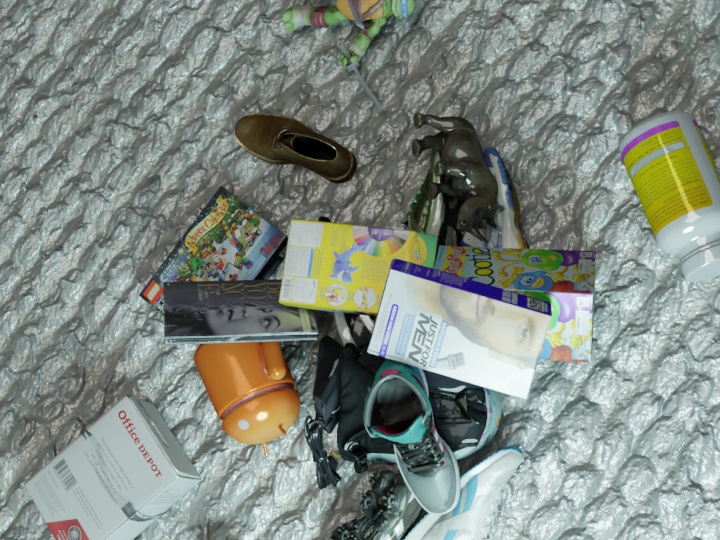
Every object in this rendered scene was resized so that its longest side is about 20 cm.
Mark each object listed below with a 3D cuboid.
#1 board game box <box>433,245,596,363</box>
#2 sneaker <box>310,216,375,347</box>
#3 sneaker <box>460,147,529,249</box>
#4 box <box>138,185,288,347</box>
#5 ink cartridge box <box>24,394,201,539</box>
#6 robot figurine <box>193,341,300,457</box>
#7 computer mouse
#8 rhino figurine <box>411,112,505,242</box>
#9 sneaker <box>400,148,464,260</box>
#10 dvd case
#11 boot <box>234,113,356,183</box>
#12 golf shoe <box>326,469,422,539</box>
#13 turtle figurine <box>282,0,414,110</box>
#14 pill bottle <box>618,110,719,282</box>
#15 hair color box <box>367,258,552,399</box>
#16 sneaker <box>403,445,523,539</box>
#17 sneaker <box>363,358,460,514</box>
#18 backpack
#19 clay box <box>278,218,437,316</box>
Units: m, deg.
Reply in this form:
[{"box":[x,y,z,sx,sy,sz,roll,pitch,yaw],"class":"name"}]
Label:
[{"box":[0.192,0.040,1.597,0.199,0.104,0.105,2,31,11],"class":"board game box"},{"box":[0.008,0.007,1.732,0.111,0.073,0.201,-20,77,9],"class":"sneaker"},{"box":[0.168,-0.065,1.685,0.088,0.075,0.201,-15,71,16],"class":"sneaker"},{"box":[-0.206,-0.002,1.823,0.136,0.038,0.200,37,90,24],"class":"box"},{"box":[-0.342,0.293,1.769,0.200,0.083,0.147,-40,67,6],"class":"ink cartridge box"},{"box":[-0.152,0.147,1.719,0.143,0.117,0.201,-29,72,11],"class":"robot figurine"},{"box":[-0.031,0.189,1.680,0.046,0.141,0.200,-3,36,10],"class":"computer mouse"},{"box":[0.132,-0.120,1.643,0.087,0.060,0.201,-5,57,-22],"class":"rhino figurine"},{"box":[0.089,-0.086,1.728,0.088,0.077,0.201,-5,69,35],"class":"sneaker"},{"box":[-0.164,0.053,1.708,0.199,0.149,0.016,-1,118,-9],"class":"dvd case"},{"box":[-0.103,-0.187,1.816,0.199,0.075,0.074,21,86,24],"class":"boot"},{"box":[0.024,0.340,1.633,0.200,0.094,0.078,-55,49,27],"class":"golf shoe"},{"box":[-0.034,-0.359,1.800,0.193,0.144,0.201,14,78,26],"class":"turtle figurine"},{"box":[0.403,-0.091,1.591,0.104,0.104,0.201,-23,69,13],"class":"pill bottle"},{"box":[0.118,0.068,1.518,0.199,0.065,0.110,15,104,2],"class":"hair color box"},{"box":[0.142,0.304,1.604,0.081,0.076,0.200,43,99,15],"class":"sneaker"},{"box":[0.062,0.199,1.506,0.083,0.121,0.201,-20,86,14],"class":"sneaker"},{"box":[0.078,0.172,1.628,0.199,0.127,0.168,0,88,18],"class":"backpack"},{"box":[0.000,0.000,1.672,0.199,0.048,0.116,7,83,12],"class":"clay box"}]
